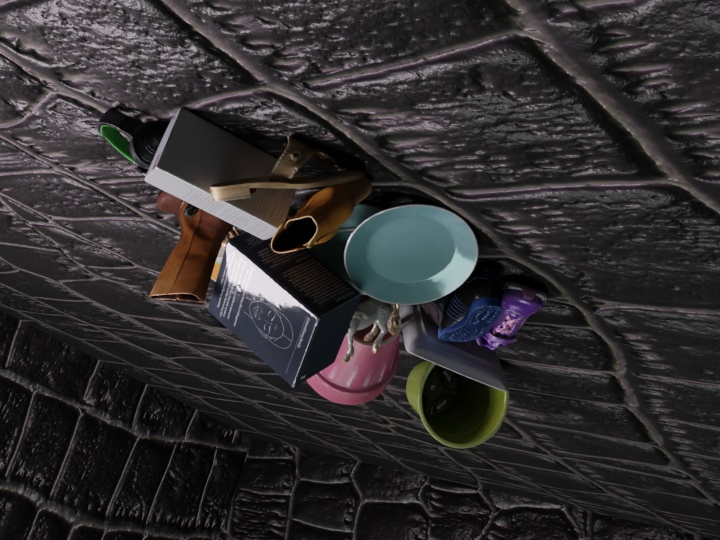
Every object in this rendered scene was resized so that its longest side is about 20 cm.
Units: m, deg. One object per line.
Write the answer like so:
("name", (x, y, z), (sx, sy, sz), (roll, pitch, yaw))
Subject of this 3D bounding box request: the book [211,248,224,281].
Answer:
("book", (-0.244, -0.002, 1.812), (0.132, 0.048, 0.200), (7, 159, 24))

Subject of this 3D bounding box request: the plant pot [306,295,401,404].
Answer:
("plant pot", (-0.007, 0.127, 1.742), (0.198, 0.201, 0.179), (20, 146, -5))

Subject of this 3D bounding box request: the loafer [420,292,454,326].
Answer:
("loafer", (0.127, 0.039, 1.553), (0.063, 0.072, 0.200), (31, 168, 29))

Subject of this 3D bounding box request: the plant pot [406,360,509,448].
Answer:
("plant pot", (0.182, 0.257, 1.939), (0.199, 0.202, 0.190), (24, 172, -15))

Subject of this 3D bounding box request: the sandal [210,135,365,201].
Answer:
("sandal", (-0.101, -0.144, 1.240), (0.209, 0.070, 0.078), (-9, -167, -2))

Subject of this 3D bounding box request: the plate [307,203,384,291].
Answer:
("plate", (0.002, -0.024, 1.427), (0.198, 0.026, 0.201), (10, 139, 9))

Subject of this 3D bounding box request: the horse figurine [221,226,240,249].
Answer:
("horse figurine", (-0.208, -0.043, 1.585), (0.200, 0.050, 0.133), (34, 160, 56))

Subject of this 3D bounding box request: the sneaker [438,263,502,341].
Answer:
("sneaker", (0.178, 0.056, 1.491), (0.069, 0.079, 0.200), (7, 157, -15))

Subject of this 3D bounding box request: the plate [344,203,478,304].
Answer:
("plate", (0.074, -0.027, 1.361), (0.198, 0.026, 0.201), (-2, 133, -2))

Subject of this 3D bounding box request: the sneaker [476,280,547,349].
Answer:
("sneaker", (0.239, 0.080, 1.509), (0.080, 0.089, 0.200), (22, 160, -6))

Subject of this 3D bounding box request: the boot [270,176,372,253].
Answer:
("boot", (-0.080, -0.062, 1.299), (0.071, 0.144, 0.201), (54, 140, -2))

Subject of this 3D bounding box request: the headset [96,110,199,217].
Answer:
("headset", (-0.308, -0.158, 1.365), (0.199, 0.094, 0.124), (28, 163, 8))

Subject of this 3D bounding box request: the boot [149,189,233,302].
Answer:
("boot", (-0.291, -0.041, 1.505), (0.187, 0.202, 0.069), (8, 158, 29))

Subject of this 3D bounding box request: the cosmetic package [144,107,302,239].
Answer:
("cosmetic package", (-0.193, -0.134, 1.313), (0.199, 0.102, 0.074), (27, 158, -20))

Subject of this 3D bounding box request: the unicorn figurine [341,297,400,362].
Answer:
("unicorn figurine", (-0.004, 0.089, 1.558), (0.074, 0.200, 0.138), (30, 128, 22))

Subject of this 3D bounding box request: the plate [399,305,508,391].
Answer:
("plate", (0.165, 0.121, 1.641), (0.199, 0.033, 0.200), (23, -158, -12))

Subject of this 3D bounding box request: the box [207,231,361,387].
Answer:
("box", (-0.120, 0.049, 1.425), (0.200, 0.107, 0.149), (39, 129, 21))
